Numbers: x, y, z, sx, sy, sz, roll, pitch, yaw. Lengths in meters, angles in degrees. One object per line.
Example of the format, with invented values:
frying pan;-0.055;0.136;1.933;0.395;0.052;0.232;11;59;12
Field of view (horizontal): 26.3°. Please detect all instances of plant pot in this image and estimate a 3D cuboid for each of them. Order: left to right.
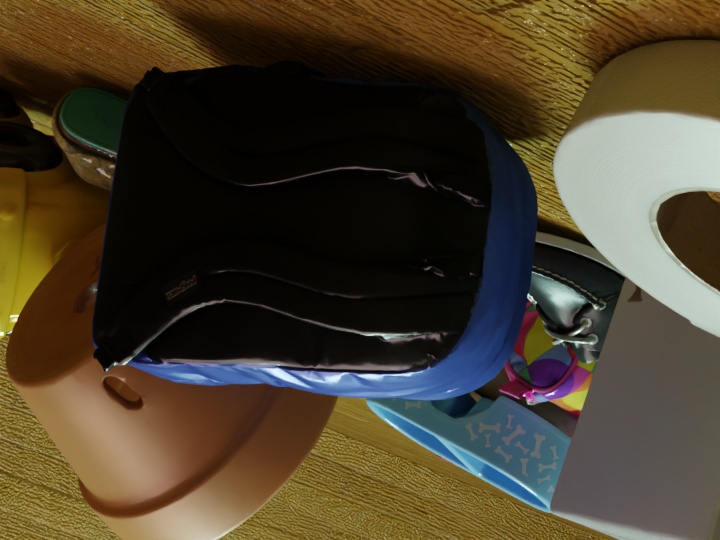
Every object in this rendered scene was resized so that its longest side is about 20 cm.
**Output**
plant pot;-0.128;0.058;0.976;0.140;0.201;0.199;45;158;-31

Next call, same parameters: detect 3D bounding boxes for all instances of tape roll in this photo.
tape roll;0.174;-0.017;0.631;0.202;0.037;0.203;27;162;10

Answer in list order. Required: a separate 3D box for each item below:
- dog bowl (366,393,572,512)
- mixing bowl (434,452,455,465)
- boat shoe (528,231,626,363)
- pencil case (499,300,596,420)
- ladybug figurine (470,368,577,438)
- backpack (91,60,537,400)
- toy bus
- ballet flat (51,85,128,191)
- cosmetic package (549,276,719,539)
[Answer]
dog bowl;0.086;0.123;1.185;0.199;0.050;0.112;25;166;36
mixing bowl;0.135;0.147;1.523;0.199;0.109;0.200;19;170;4
boat shoe;0.155;0.031;0.984;0.199;0.061;0.075;26;169;-32
pencil case;0.184;0.083;1.149;0.088;0.089;0.199;9;166;47
ladybug figurine;0.125;0.082;1.232;0.135;0.072;0.200;26;169;47
backpack;-0.009;-0.017;0.781;0.198;0.164;0.168;1;173;24
toy bus;-0.210;-0.047;1.097;0.191;0.137;0.200;-1;-153;-27
ballet flat;-0.105;-0.057;0.989;0.199;0.071;0.071;24;171;4
cosmetic package;0.246;0.097;0.850;0.199;0.168;0.167;24;170;-19
